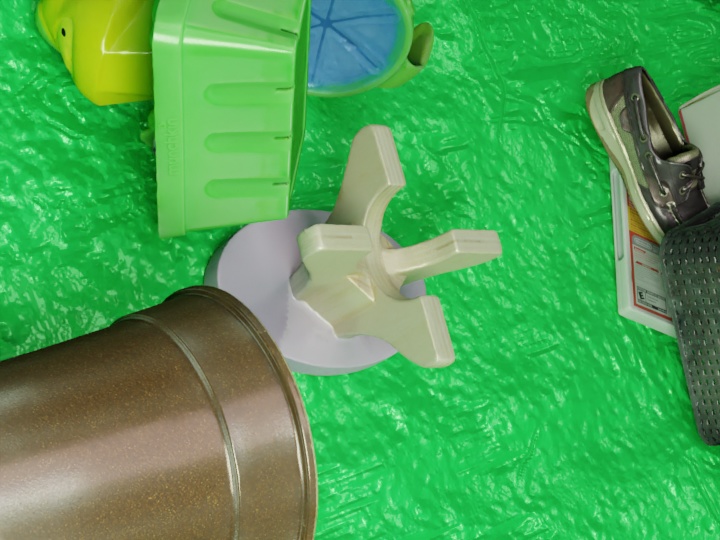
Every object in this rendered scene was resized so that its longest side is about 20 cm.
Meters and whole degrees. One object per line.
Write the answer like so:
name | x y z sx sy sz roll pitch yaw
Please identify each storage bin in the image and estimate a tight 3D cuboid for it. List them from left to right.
storage bin | 0.352 0.044 1.525 0.135 0.094 0.200 -27 106 -46

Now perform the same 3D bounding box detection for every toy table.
toy table | 0.000 0.000 1.269 0.200 0.117 0.184 -16 79 -45

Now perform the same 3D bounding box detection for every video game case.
video game case | 0.288 -0.029 1.605 0.143 0.017 0.200 21 56 -32

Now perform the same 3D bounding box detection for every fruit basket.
fruit basket | -0.137 -0.139 1.193 0.215 0.216 0.156 33 43 -24

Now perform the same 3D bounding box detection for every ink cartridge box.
ink cartridge box | 0.408 -0.092 1.680 0.200 0.083 0.147 9 62 -46

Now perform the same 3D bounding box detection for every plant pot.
plant pot | -0.162 0.123 1.022 0.198 0.200 0.201 -11 76 -35

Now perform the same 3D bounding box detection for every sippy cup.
sippy cup | -0.023 -0.229 1.370 0.178 0.139 0.130 73 15 -45

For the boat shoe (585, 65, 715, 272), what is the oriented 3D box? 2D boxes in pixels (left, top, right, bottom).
boat shoe | 0.277 -0.093 1.569 0.072 0.065 0.200 -31 91 -49
